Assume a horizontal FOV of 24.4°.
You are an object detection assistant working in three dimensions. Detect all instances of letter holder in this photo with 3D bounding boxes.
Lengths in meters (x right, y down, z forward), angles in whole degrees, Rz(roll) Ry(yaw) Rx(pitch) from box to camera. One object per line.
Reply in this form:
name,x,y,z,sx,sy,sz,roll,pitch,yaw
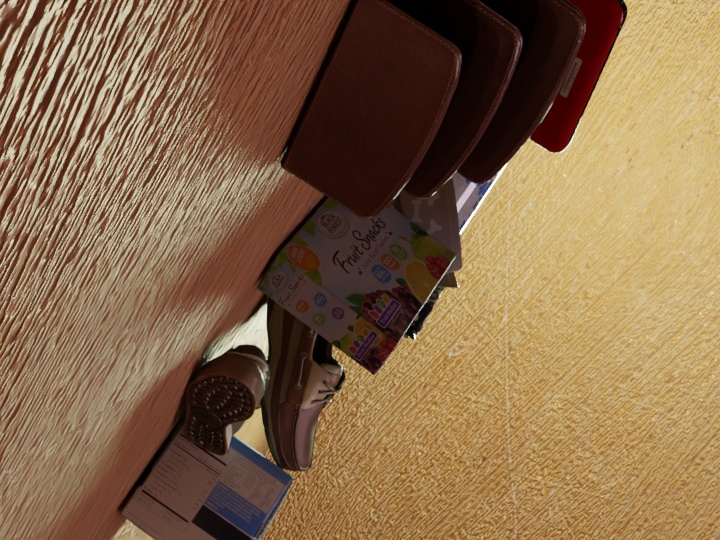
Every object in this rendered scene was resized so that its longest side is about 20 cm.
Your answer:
letter holder,0.051,-0.120,1.152,0.101,0.142,0.200,-54,177,-36

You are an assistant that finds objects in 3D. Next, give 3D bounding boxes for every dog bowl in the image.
dog bowl,0.067,-0.075,1.803,0.200,0.058,0.202,171,-90,-88

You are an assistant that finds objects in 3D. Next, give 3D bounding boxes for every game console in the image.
game console,0.193,-0.255,1.709,0.119,0.172,0.201,-41,160,-42

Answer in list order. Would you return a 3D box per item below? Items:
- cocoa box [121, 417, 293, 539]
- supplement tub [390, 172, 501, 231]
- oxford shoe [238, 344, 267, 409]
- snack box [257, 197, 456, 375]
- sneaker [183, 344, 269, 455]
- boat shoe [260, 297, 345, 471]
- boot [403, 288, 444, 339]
cocoa box,-0.160,0.244,1.769,0.132,0.133,0.200,-56,177,-12
supplement tub,0.092,-0.117,2.015,0.201,0.131,0.132,-56,177,-9
oxford shoe,-0.123,0.128,1.804,0.071,0.071,0.200,-38,171,-1
snack box,0.000,0.000,1.641,0.053,0.142,0.200,-56,179,32
sneaker,-0.122,0.104,1.607,0.090,0.067,0.200,-63,-179,-28
boat shoe,-0.056,0.107,1.722,0.076,0.073,0.202,-11,102,-68
boot,0.000,0.028,1.841,0.074,0.153,0.204,-58,177,42
